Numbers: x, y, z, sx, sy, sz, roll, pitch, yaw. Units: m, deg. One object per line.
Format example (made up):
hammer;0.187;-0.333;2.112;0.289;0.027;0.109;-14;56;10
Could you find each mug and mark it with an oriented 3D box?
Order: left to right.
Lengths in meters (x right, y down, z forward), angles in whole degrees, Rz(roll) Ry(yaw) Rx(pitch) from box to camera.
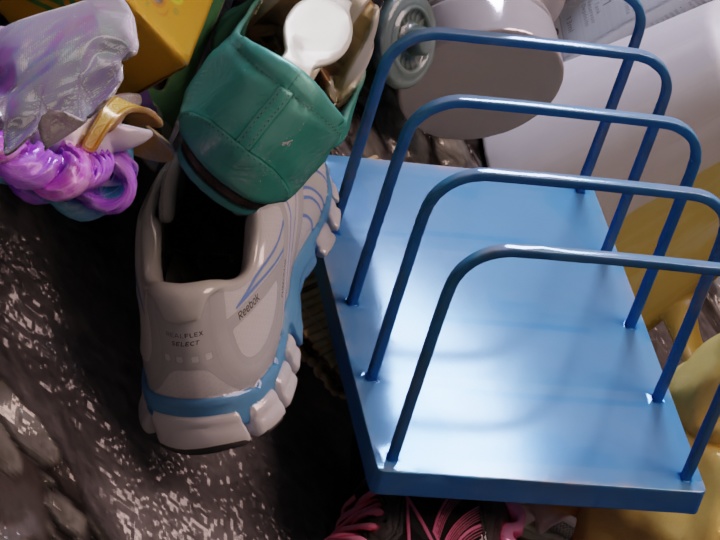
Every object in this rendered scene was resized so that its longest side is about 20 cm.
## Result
mug;0.177;-0.050;1.538;0.187;0.153;0.150;50;26;-21

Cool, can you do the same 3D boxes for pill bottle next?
pill bottle;0.042;-0.168;1.463;0.111;0.111;0.201;32;37;-44

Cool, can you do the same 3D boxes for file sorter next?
file sorter;0.066;-0.017;1.193;0.138;0.123;0.201;4;39;-17

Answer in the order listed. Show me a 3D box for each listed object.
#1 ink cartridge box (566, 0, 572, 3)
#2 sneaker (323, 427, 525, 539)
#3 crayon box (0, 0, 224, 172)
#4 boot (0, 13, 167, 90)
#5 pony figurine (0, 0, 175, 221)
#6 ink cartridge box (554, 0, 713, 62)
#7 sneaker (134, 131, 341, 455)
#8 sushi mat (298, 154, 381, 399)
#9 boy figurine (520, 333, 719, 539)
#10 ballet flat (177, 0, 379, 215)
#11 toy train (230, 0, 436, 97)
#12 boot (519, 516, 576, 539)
ink cartridge box;0.125;-0.194;1.675;0.200;0.084;0.146;36;34;-40
sneaker;0.012;0.119;1.159;0.095;0.079;0.201;27;38;-31
crayon box;-0.109;-0.152;1.108;0.200;0.051;0.126;47;37;-26
boot;-0.131;-0.133;1.174;0.175;0.069;0.200;56;32;-15
pony figurine;-0.151;-0.062;0.981;0.200;0.167;0.193;35;23;-14
ink cartridge box;0.208;-0.122;1.615;0.162;0.199;0.050;37;33;-39
sneaker;-0.051;-0.026;1.150;0.201;0.074;0.087;-88;170;-51
sushi mat;0.000;0.000;1.297;0.096;0.012;0.200;47;23;8
boy figurine;0.125;0.109;1.237;0.201;0.124;0.064;-66;152;-10
ballet flat;-0.022;-0.079;1.132;0.067;0.070;0.200;40;17;-8
toy train;-0.001;-0.171;1.345;0.114;0.085;0.201;36;70;-51
boot;0.131;0.069;1.318;0.200;0.154;0.072;40;30;-36
